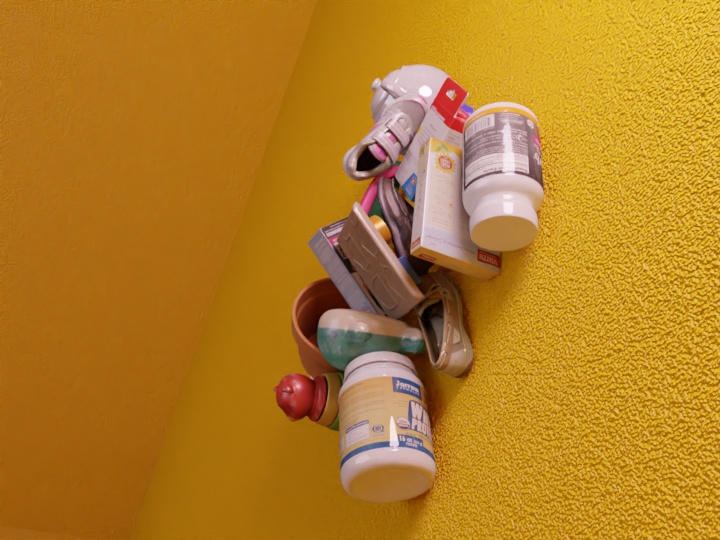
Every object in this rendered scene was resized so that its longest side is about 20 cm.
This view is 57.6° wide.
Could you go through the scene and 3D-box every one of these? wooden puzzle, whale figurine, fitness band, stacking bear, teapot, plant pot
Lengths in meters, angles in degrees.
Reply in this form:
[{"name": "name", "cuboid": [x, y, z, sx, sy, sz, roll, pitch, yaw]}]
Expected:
[{"name": "wooden puzzle", "cuboid": [0.037, -0.012, 1.100, 0.046, 0.185, 0.200, -32, -8, -15]}, {"name": "whale figurine", "cuboid": [0.022, 0.126, 1.114, 0.159, 0.200, 0.104, 30, -112, -69]}, {"name": "fitness band", "cuboid": [0.066, -0.100, 1.223, 0.200, 0.143, 0.037, -66, 13, -12]}, {"name": "stacking bear", "cuboid": [-0.057, 0.238, 1.187, 0.121, 0.200, 0.114, -8, 69, 67]}, {"name": "teapot", "cuboid": [0.087, -0.337, 1.313, 0.200, 0.146, 0.198, -46, 16, 54]}, {"name": "plant pot", "cuboid": [-0.042, 0.131, 1.288, 0.140, 0.200, 0.200, 105, 167, -46]}]

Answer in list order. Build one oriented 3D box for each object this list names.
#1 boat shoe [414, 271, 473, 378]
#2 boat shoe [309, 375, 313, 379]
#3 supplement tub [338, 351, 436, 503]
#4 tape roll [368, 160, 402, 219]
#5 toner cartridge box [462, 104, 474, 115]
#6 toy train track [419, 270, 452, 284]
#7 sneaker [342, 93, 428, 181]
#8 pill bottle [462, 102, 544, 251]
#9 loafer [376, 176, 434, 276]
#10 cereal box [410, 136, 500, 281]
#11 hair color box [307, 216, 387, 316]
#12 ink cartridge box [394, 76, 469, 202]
[{"name": "boat shoe", "cuboid": [0.121, 0.077, 1.042, 0.073, 0.063, 0.201, -43, 41, 34]}, {"name": "boat shoe", "cuboid": [-0.090, 0.215, 1.484, 0.070, 0.071, 0.200, -49, 38, 40]}, {"name": "supplement tub", "cuboid": [0.038, 0.244, 1.033, 0.145, 0.144, 0.200, -54, 28, 39]}, {"name": "tape roll", "cuboid": [0.045, -0.129, 1.344, 0.200, 0.048, 0.201, 14, -90, -89]}, {"name": "toner cartridge box", "cuboid": [0.176, -0.212, 1.196, 0.095, 0.043, 0.200, -52, 28, 43]}, {"name": "toy train track", "cuboid": [0.118, 0.005, 1.158, 0.115, 0.032, 0.200, -35, 52, 37]}, {"name": "sneaker", "cuboid": [0.048, -0.230, 1.180, 0.200, 0.081, 0.088, -47, 15, 17]}, {"name": "pill bottle", "cuboid": [0.207, -0.137, 0.960, 0.116, 0.116, 0.200, -41, 38, 53]}, {"name": "loafer", "cuboid": [0.082, -0.078, 1.149, 0.073, 0.071, 0.200, 66, -174, -71]}, {"name": "cereal box", "cuboid": [0.153, -0.096, 1.022, 0.040, 0.144, 0.200, -36, 40, 56]}, {"name": "hair color box", "cuboid": [0.000, 0.000, 1.237, 0.200, 0.099, 0.061, 56, 140, 8]}, {"name": "ink cartridge box", "cuboid": [0.143, -0.217, 1.127, 0.200, 0.067, 0.116, -62, 24, 23]}]
